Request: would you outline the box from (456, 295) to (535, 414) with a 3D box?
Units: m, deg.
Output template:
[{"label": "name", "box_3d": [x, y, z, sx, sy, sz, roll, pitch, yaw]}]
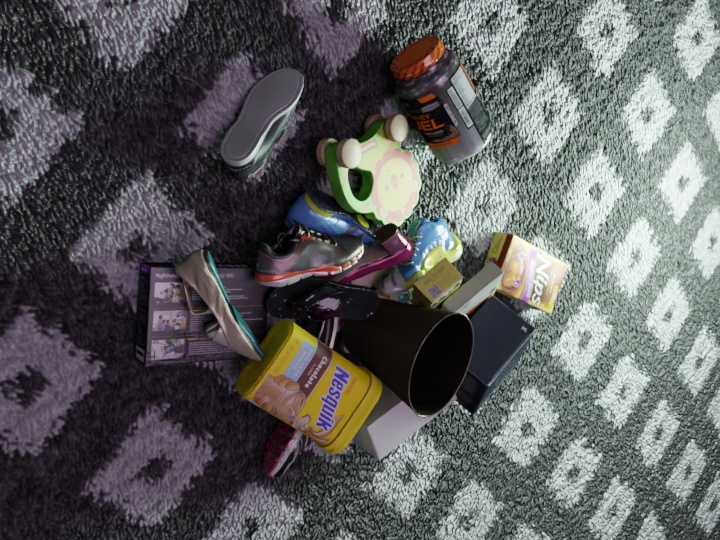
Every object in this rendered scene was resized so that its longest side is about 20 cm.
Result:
[{"label": "box", "box_3d": [0.236, 0.168, 1.359, 0.148, 0.107, 0.200, -44, 161, -19]}]

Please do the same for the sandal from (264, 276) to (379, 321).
[{"label": "sandal", "box_3d": [-0.056, 0.051, 1.144, 0.199, 0.048, 0.076, 2, 113, -26]}]

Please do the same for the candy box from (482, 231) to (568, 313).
[{"label": "candy box", "box_3d": [0.348, 0.007, 1.492, 0.199, 0.056, 0.117, 22, 87, -38]}]

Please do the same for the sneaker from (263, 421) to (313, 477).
[{"label": "sneaker", "box_3d": [-0.091, 0.280, 1.232, 0.087, 0.074, 0.200, 40, 73, -29]}]

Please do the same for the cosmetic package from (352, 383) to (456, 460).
[{"label": "cosmetic package", "box_3d": [0.068, 0.249, 1.319, 0.200, 0.107, 0.085, -33, 119, -23]}]

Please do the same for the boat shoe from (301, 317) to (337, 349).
[{"label": "boat shoe", "box_3d": [-0.097, 0.136, 1.196, 0.067, 0.072, 0.201, 23, 89, -40]}]

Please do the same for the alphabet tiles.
[{"label": "alphabet tiles", "box_3d": [0.017, 0.053, 1.293, 0.195, 0.015, 0.201, 2, 99, -36]}]

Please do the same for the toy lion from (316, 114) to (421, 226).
[{"label": "toy lion", "box_3d": [0.029, -0.159, 1.206, 0.200, 0.068, 0.193, -34, 121, -39]}]

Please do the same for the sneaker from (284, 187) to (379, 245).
[{"label": "sneaker", "box_3d": [-0.045, -0.076, 1.200, 0.078, 0.066, 0.200, -44, 142, 23]}]

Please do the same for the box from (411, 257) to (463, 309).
[{"label": "box", "box_3d": [0.134, 0.039, 1.261, 0.075, 0.200, 0.050, -39, 78, -7]}]

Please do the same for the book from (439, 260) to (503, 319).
[{"label": "book", "box_3d": [0.190, 0.078, 1.324, 0.133, 0.048, 0.200, -37, 162, -23]}]

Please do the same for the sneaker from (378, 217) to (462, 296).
[{"label": "sneaker", "box_3d": [0.096, -0.033, 1.291, 0.200, 0.076, 0.105, -31, 101, -33]}]

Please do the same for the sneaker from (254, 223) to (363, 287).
[{"label": "sneaker", "box_3d": [-0.077, -0.036, 1.111, 0.199, 0.077, 0.082, -20, 117, -35]}]

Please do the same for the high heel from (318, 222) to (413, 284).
[{"label": "high heel", "box_3d": [0.000, 0.000, 1.216, 0.199, 0.068, 0.096, -29, 142, 9]}]

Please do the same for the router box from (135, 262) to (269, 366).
[{"label": "router box", "box_3d": [-0.240, 0.065, 1.090, 0.199, 0.051, 0.150, 1, 99, -36]}]

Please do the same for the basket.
[{"label": "basket", "box_3d": [0.071, 0.129, 1.209, 0.136, 0.200, 0.181, 18, 93, -42]}]

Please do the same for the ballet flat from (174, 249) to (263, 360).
[{"label": "ballet flat", "box_3d": [-0.213, 0.062, 1.044, 0.069, 0.069, 0.201, -35, 114, -24]}]

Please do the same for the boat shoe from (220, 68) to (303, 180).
[{"label": "boat shoe", "box_3d": [-0.150, -0.227, 1.083, 0.200, 0.075, 0.060, -56, 164, -23]}]

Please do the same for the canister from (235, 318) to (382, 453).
[{"label": "canister", "box_3d": [-0.082, 0.186, 1.133, 0.200, 0.086, 0.149, 38, 84, -28]}]

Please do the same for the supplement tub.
[{"label": "supplement tub", "box_3d": [0.142, -0.298, 1.232, 0.123, 0.122, 0.200, -48, 123, -16]}]
